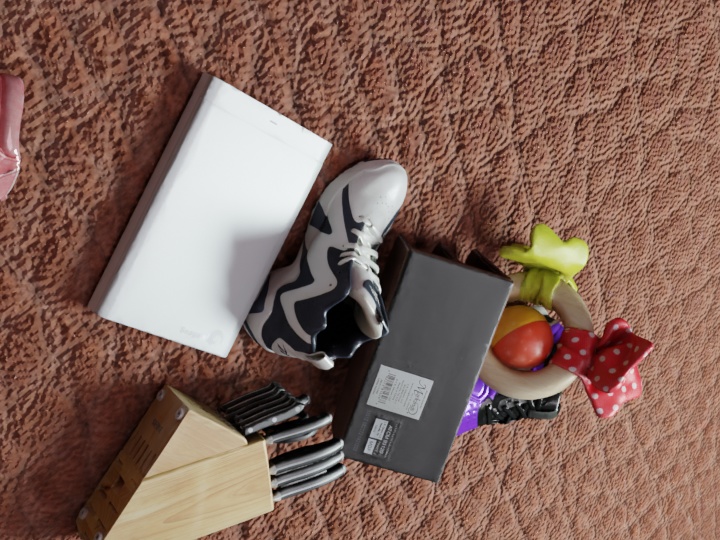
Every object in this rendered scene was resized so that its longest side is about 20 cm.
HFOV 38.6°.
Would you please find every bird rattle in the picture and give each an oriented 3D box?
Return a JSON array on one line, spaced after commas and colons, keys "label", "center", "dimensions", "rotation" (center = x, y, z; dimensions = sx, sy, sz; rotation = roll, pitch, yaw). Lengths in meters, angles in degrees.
[{"label": "bird rattle", "center": [0.185, 0.063, 1.028], "dimensions": [0.163, 0.200, 0.113], "rotation": [-26, 169, 3]}]

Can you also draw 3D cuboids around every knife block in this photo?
[{"label": "knife block", "center": [-0.115, 0.182, 0.875], "dimensions": [0.176, 0.064, 0.200], "rotation": [36, 85, -31]}]

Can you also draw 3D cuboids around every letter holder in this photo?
[{"label": "letter holder", "center": [0.048, 0.071, 0.972], "dimensions": [0.100, 0.142, 0.200], "rotation": [17, 101, -11]}]

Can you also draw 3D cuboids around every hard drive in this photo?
[{"label": "hard drive", "center": [-0.116, -0.039, 0.821], "dimensions": [0.132, 0.026, 0.200], "rotation": [25, 92, -44]}]

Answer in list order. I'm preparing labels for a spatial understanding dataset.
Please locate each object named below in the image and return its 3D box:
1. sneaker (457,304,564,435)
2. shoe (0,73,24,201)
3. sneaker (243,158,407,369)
[{"label": "sneaker", "center": [0.155, 0.125, 1.060], "dimensions": [0.200, 0.100, 0.070], "rotation": [-40, 155, -20]}, {"label": "shoe", "center": [-0.274, -0.038, 0.656], "dimensions": [0.091, 0.071, 0.200], "rotation": [8, 100, -36]}, {"label": "sneaker", "center": [0.000, 0.000, 0.864], "dimensions": [0.199, 0.130, 0.080], "rotation": [-46, 133, -14]}]
